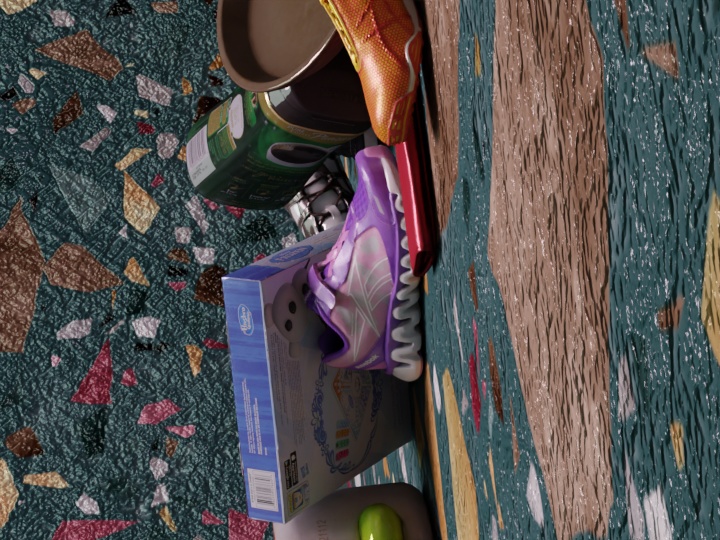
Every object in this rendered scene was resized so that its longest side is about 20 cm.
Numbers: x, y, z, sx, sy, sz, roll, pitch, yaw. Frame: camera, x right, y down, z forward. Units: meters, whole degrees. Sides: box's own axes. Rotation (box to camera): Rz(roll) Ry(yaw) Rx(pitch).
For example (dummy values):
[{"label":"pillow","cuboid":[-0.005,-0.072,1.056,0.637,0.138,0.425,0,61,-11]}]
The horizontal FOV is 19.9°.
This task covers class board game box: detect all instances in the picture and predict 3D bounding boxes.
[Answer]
[{"label":"board game box","cuboid":[-0.031,0.075,1.655,0.199,0.043,0.200,-25,-65,-53]}]

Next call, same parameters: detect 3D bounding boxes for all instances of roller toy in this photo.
[{"label":"roller toy","cuboid":[-0.008,0.273,1.683,0.182,0.140,0.200,-111,15,-77]}]

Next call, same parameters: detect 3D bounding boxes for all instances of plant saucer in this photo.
[{"label":"plant saucer","cuboid":[-0.044,-0.230,1.582,0.200,0.029,0.200,-28,52,44]}]

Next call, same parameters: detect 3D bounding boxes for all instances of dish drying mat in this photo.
[{"label":"dish drying mat","cuboid":[0.033,-0.101,1.450,0.077,0.018,0.200,97,165,-76]}]

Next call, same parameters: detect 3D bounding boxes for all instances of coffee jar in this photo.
[{"label":"coffee jar","cuboid":[-0.061,-0.126,1.693,0.200,0.104,0.085,-38,51,53]}]

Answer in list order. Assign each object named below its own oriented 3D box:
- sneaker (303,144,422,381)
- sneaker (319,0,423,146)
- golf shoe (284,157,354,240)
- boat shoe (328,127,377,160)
[{"label":"sneaker","cuboid":[0.000,0.000,1.561,0.081,0.088,0.200,-100,6,-58]},{"label":"sneaker","cuboid":[0.001,-0.178,1.377,0.073,0.077,0.200,106,156,-75]},{"label":"golf shoe","cuboid":[-0.032,-0.065,1.896,0.200,0.078,0.094,60,170,-24]},{"label":"boat shoe","cuboid":[-0.024,-0.140,1.849,0.199,0.066,0.075,-105,9,-67]}]
